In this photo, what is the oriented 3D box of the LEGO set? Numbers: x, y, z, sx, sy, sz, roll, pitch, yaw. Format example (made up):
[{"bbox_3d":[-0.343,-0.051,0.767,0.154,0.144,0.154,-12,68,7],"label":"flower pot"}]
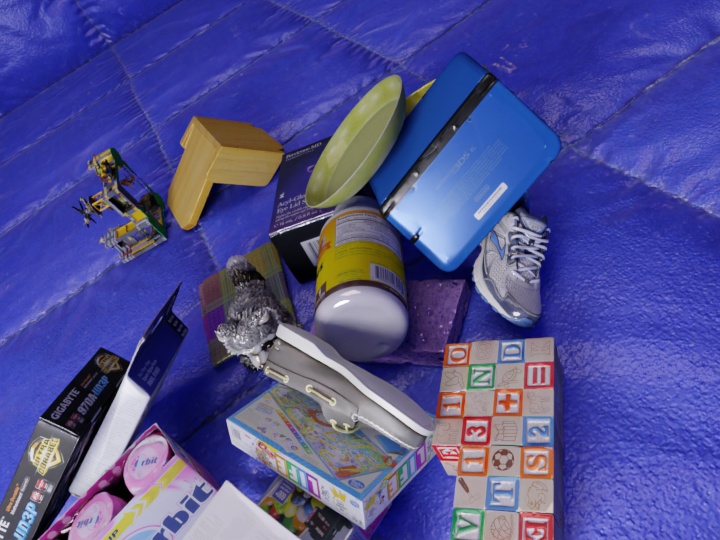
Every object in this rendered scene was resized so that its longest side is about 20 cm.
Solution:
[{"bbox_3d":[-0.455,-0.113,1.123,0.114,0.201,0.156,-27,60,5],"label":"LEGO set"}]

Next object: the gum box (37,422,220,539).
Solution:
[{"bbox_3d":[-0.249,0.281,0.637,0.200,0.115,0.066,-46,42,-17],"label":"gum box"}]

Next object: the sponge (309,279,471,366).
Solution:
[{"bbox_3d":[0.032,0.062,0.755,0.195,0.030,0.113,-3,47,31],"label":"sponge"}]

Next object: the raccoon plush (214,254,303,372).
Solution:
[{"bbox_3d":[-0.157,0.044,0.771,0.096,0.135,0.200,-41,62,-7],"label":"raccoon plush"}]

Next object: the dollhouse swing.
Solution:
[{"bbox_3d":[-0.267,-0.183,1.184,0.178,0.180,0.200,0,26,-33],"label":"dollhouse swing"}]

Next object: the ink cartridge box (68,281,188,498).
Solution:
[{"bbox_3d":[-0.260,0.135,0.727,0.203,0.040,0.200,-61,11,13],"label":"ink cartridge box"}]

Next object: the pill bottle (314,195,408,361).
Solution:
[{"bbox_3d":[0.000,0.000,0.729,0.107,0.110,0.203,-17,39,14],"label":"pill bottle"}]

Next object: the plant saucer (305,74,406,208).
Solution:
[{"bbox_3d":[-0.002,-0.160,0.785,0.200,0.031,0.202,-44,26,28],"label":"plant saucer"}]

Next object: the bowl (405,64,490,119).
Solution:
[{"bbox_3d":[0.125,-0.189,0.874,0.197,0.200,0.110,-29,82,2],"label":"bowl"}]

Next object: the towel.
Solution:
[{"bbox_3d":[-0.172,0.045,0.903,0.141,0.023,0.202,-29,41,1],"label":"towel"}]

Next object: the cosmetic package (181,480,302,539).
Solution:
[{"bbox_3d":[-0.075,0.275,0.527,0.197,0.051,0.083,20,57,39],"label":"cosmetic package"}]

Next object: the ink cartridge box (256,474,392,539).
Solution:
[{"bbox_3d":[-0.070,0.278,0.592,0.118,0.042,0.201,17,61,42],"label":"ink cartridge box"}]

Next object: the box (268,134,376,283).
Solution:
[{"bbox_3d":[-0.045,-0.103,0.911,0.144,0.105,0.203,-18,42,15],"label":"box"}]

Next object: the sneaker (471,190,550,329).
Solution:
[{"bbox_3d":[0.177,-0.026,0.693,0.086,0.075,0.203,-53,26,38],"label":"sneaker"}]

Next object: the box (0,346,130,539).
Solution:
[{"bbox_3d":[-0.333,0.209,0.667,0.203,0.045,0.159,-61,10,15],"label":"box"}]

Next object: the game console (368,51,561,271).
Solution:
[{"bbox_3d":[0.114,-0.134,0.734,0.201,0.170,0.118,-49,-1,20],"label":"game console"}]

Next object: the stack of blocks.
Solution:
[{"bbox_3d":[0.129,0.166,0.567,0.112,0.059,0.203,-8,45,25],"label":"stack of blocks"}]

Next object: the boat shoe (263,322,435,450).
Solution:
[{"bbox_3d":[-0.017,0.124,0.608,0.199,0.072,0.061,29,91,28],"label":"boat shoe"}]

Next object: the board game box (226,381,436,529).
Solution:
[{"bbox_3d":[-0.028,0.169,0.635,0.197,0.035,0.133,16,33,39],"label":"board game box"}]
